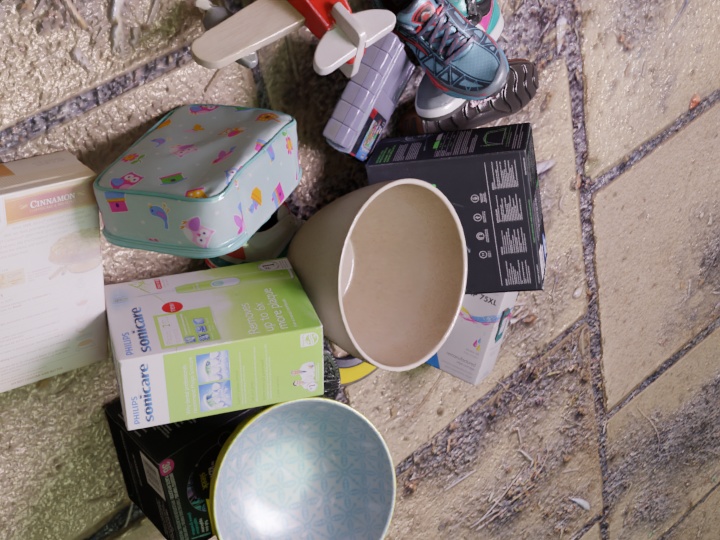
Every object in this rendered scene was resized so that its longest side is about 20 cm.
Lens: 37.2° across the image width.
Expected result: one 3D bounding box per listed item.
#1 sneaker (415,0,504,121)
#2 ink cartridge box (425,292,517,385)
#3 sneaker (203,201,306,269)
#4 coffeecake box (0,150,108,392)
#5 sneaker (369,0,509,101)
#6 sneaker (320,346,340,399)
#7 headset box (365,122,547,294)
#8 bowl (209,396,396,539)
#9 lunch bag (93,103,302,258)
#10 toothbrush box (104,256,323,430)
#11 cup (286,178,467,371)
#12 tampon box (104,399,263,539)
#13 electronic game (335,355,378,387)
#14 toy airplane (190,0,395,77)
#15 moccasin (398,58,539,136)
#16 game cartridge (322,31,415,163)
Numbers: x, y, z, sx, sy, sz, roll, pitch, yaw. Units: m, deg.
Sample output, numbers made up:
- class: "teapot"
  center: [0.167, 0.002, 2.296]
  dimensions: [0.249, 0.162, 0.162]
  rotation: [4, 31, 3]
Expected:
- class: "sneaker"
  center: [0.102, -0.276, 1.220]
  dimensions: [0.201, 0.083, 0.121]
  rotation: [-64, 142, -33]
- class: "ink cartridge box"
  center: [0.143, 0.034, 1.422]
  dimensions: [0.067, 0.115, 0.202]
  rotation: [-18, 127, -62]
- class: "sneaker"
  center: [-0.081, -0.039, 1.216]
  dimensions: [0.198, 0.070, 0.094]
  rotation: [-3, 121, -39]
- class: "coffeecake box"
  center: [-0.327, 0.005, 1.011]
  dimensions: [0.152, 0.073, 0.202]
  rotation: [-17, 124, -35]
- class: "sneaker"
  center: [0.072, -0.255, 1.137]
  dimensions: [0.079, 0.200, 0.095]
  rotation: [-50, 166, 10]
- class: "sneaker"
  center: [-0.064, 0.170, 1.327]
  dimensions: [0.059, 0.104, 0.202]
  rotation: [-12, 114, -19]
- class: "headset box"
  center: [0.109, -0.066, 1.249]
  dimensions: [0.093, 0.198, 0.176]
  rotation: [-65, 146, -60]
- class: "bowl"
  center: [-0.073, 0.224, 1.115]
  dimensions: [0.198, 0.107, 0.203]
  rotation: [-1, 92, -24]
- class: "lunch bag"
  center: [-0.154, -0.091, 1.031]
  dimensions: [0.200, 0.159, 0.078]
  rotation: [-55, 144, -52]
- class: "toothbrush box"
  center: [-0.149, 0.069, 1.076]
  dimensions: [0.198, 0.146, 0.087]
  rotation: [-10, 121, -14]
- class: "cup"
  center: [0.000, 0.000, 1.167]
  dimensions: [0.199, 0.142, 0.203]
  rotation: [-6, 99, -45]
- class: "tampon box"
  center: [-0.165, 0.194, 1.229]
  dimensions: [0.199, 0.126, 0.151]
  rotation: [-28, 131, -29]
- class: "electronic game"
  center: [-0.005, 0.057, 1.363]
  dimensions: [0.199, 0.041, 0.202]
  rotation: [-22, 126, -32]
- class: "toy airplane"
  center: [-0.061, -0.275, 1.051]
  dimensions: [0.198, 0.141, 0.202]
  rotation: [10, 81, -22]
- class: "moccasin"
  center: [0.137, -0.210, 1.327]
  dimensions: [0.200, 0.078, 0.074]
  rotation: [-33, 117, -20]
- class: "game cartridge"
  center: [0.013, -0.184, 1.171]
  dimensions: [0.200, 0.038, 0.131]
  rotation: [-9, 123, -82]
